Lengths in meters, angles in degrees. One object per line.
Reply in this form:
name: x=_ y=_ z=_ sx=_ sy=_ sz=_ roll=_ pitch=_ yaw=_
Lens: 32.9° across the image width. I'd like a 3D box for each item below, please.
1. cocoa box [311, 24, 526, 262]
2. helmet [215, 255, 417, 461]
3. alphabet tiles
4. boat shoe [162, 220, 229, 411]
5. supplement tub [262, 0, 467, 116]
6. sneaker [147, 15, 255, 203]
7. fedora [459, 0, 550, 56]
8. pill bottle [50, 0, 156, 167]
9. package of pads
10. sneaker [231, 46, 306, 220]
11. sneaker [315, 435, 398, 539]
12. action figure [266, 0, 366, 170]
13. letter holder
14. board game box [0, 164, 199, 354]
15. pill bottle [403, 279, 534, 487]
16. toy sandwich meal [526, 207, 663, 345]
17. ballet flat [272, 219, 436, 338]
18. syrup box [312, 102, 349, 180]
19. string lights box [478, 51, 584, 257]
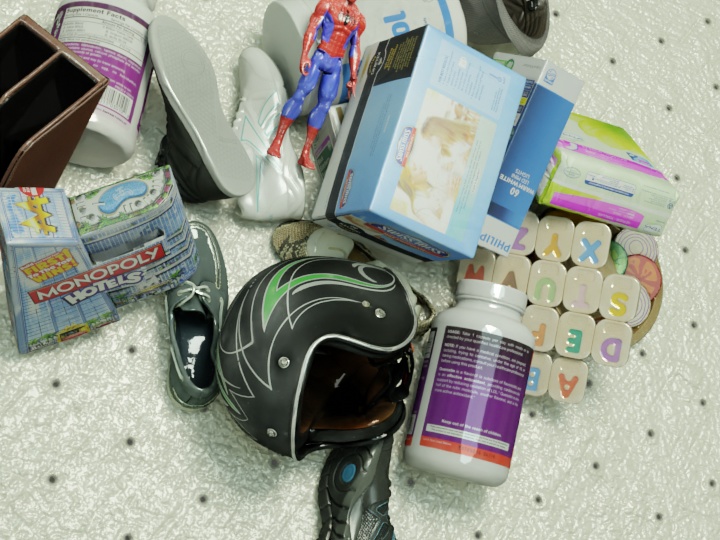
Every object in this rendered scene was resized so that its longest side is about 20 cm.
cocoa box: x=0.059 y=-0.123 z=1.238 sx=0.133 sy=0.131 sz=0.202 roll=23 pitch=78 yaw=-26
helmet: x=-0.049 y=0.083 z=1.197 sx=0.189 sy=0.200 sz=0.202 roll=-8 pitch=76 yaw=-14
alphabet tiles: x=0.198 y=0.038 z=1.321 sx=0.198 sy=0.015 sz=0.197 roll=11 pitch=94 yaw=17
boat shoe: x=-0.164 y=0.040 z=1.243 sx=0.072 sy=0.062 sz=0.202 roll=4 pitch=72 yaw=-17
supplement tub: x=0.005 y=-0.254 z=1.354 sx=0.199 sy=0.132 sz=0.133 roll=-18 pitch=80 yaw=-22
sneaker: x=-0.189 y=-0.157 z=1.266 sx=0.071 sy=0.099 sz=0.201 roll=-29 pitch=96 yaw=-45
fedora: x=0.146 y=-0.329 z=1.416 sx=0.200 sy=0.090 sz=0.179 roll=12 pitch=70 yaw=-60
pill bottle: x=-0.269 y=-0.218 z=1.262 sx=0.111 sy=0.112 sz=0.202 roll=15 pitch=69 yaw=-13
package of pads: x=0.249 y=-0.119 z=1.370 sx=0.153 sy=0.200 sz=0.069 roll=15 pitch=113 yaw=-14
sneaker: x=-0.114 y=-0.148 z=1.316 sx=0.080 sy=0.070 sz=0.202 roll=-9 pitch=75 yaw=-14
sneaker: x=0.000 y=0.248 z=1.240 sx=0.082 sy=0.073 sz=0.201 roll=30 pitch=66 yaw=-31
action figure: x=-0.036 y=-0.205 z=1.248 sx=0.065 sy=0.052 sz=0.202 roll=17 pitch=97 yaw=-21
letter holder: x=-0.341 y=-0.110 z=1.135 sx=0.100 sy=0.200 sz=0.142 roll=37 pitch=44 yaw=-4
board game box: x=-0.254 y=-0.018 z=1.128 sx=0.198 sy=0.200 sz=0.062 roll=-20 pitch=64 yaw=-7
pill bottle: x=0.117 y=0.116 z=1.270 sx=0.112 sy=0.112 sz=0.202 roll=16 pitch=80 yaw=-13
toy sandwich meal: x=0.268 y=0.000 z=1.395 sx=0.203 sy=0.070 sz=0.207 roll=5 pitch=72 yaw=-17
ballet flat: x=0.000 y=0.000 z=1.303 sx=0.199 sy=0.075 sz=0.068 roll=35 pitch=67 yaw=-5
syrup box: x=0.052 y=-0.151 z=1.365 sx=0.199 sy=0.079 sz=0.082 roll=-15 pitch=79 yaw=-22
string lights box: x=0.151 y=-0.125 z=1.301 sx=0.059 sy=0.103 sz=0.201 roll=22 pitch=92 yaw=-30
